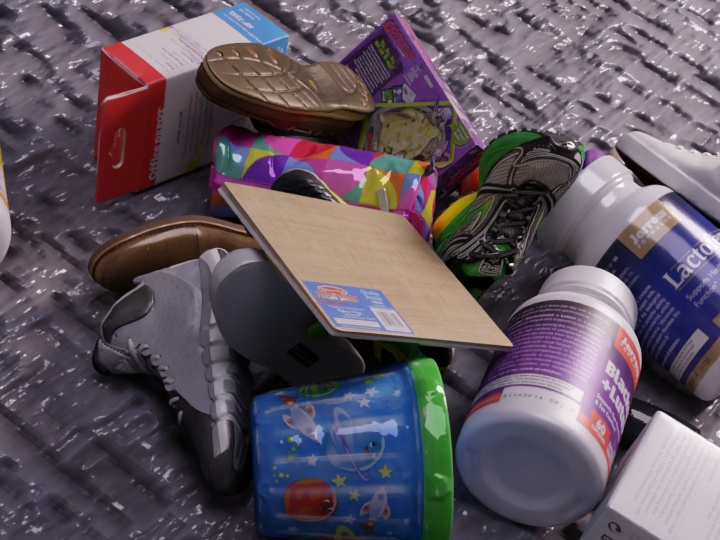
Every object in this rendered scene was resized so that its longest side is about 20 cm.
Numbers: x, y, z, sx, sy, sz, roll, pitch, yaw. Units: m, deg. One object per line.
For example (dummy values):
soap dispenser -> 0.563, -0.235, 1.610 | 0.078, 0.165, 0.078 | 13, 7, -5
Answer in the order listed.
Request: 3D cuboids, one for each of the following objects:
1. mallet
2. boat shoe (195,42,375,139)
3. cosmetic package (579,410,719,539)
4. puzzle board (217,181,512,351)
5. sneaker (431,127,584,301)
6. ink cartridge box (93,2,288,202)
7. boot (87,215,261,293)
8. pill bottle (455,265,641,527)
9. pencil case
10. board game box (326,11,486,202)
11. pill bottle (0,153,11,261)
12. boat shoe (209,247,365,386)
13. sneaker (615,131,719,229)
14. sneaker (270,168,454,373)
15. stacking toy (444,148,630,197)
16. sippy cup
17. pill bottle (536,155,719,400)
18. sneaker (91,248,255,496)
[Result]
mallet -> 0.187, 0.169, 1.091 | 0.066, 0.041, 0.200 | 31, 48, 17
boat shoe -> -0.070, -0.145, 1.268 | 0.200, 0.068, 0.072 | 2, 52, -52
cosmetic package -> 0.263, 0.200, 1.023 | 0.200, 0.071, 0.101 | 32, 51, 9
puzzle board -> 0.005, 0.002, 1.043 | 0.200, 0.017, 0.151 | 7, 36, -49
sneaker -> 0.121, -0.039, 1.186 | 0.078, 0.200, 0.085 | 16, 50, -15
ink cartridge box -> -0.163, -0.147, 1.279 | 0.200, 0.116, 0.067 | -26, 53, -37
boot -> -0.114, 0.006, 1.163 | 0.199, 0.074, 0.076 | -1, 53, -20
pill bottle -> 0.151, 0.087, 1.111 | 0.111, 0.112, 0.200 | 21, 42, 8
pencil case -> -0.030, -0.068, 1.231 | 0.199, 0.089, 0.088 | 11, 39, 15
board game box -> 0.029, -0.133, 1.327 | 0.032, 0.120, 0.200 | 28, 26, -43
pill bottle -> -0.330, -0.054, 1.132 | 0.111, 0.111, 0.200 | -2, 44, -18
boat shoe -> -0.061, 0.030, 1.071 | 0.071, 0.200, 0.064 | -32, 56, 3
sneaker -> 0.314, -0.075, 1.246 | 0.200, 0.073, 0.085 | 35, 88, 20
sneaker -> 0.000, 0.000, 1.167 | 0.200, 0.075, 0.076 | 51, 26, -9
stacking toy -> 0.139, -0.078, 1.327 | 0.199, 0.086, 0.086 | 7, 41, 1
sippy cup -> -0.010, 0.130, 1.009 | 0.130, 0.140, 0.178 | -2, 35, -6
pill bottle -> 0.250, 0.002, 1.213 | 0.200, 0.116, 0.116 | 43, 48, 18
sneaker -> -0.140, 0.082, 1.080 | 0.115, 0.075, 0.201 | -11, 54, 6
